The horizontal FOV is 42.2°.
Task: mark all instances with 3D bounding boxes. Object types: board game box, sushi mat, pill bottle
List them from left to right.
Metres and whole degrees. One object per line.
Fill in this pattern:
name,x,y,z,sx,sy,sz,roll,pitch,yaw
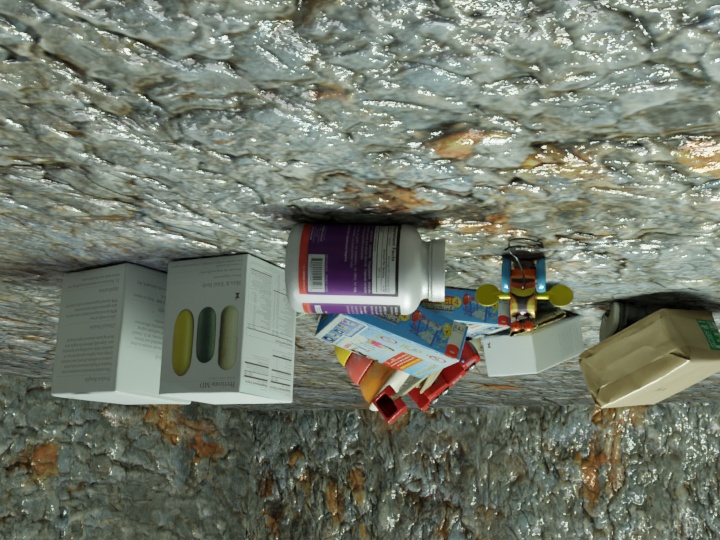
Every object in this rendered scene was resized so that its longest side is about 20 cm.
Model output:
pill bottle,0.008,-0.002,1.173,0.196,0.115,0.113,1,167,5
board game box,0.043,0.096,1.461,0.193,0.057,0.200,22,162,-9
board game box,0.130,0.077,1.610,0.193,0.057,0.200,7,166,-17
sushi mat,0.292,0.083,1.550,0.094,0.012,0.200,-21,177,9

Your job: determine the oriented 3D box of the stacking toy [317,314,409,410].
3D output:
stacking toy,0.004,0.143,1.708,0.199,0.146,0.146,41,171,9

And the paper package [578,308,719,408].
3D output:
paper package,0.505,0.150,1.584,0.198,0.105,0.190,6,147,-46

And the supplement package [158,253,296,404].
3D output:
supplement package,-0.198,0.095,1.423,0.150,0.204,0.150,-5,166,26

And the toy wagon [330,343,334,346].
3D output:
toy wagon,0.005,0.156,1.832,0.199,0.040,0.155,31,-178,31

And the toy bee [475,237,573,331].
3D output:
toy bee,0.220,0.034,1.304,0.129,0.111,0.199,-4,166,33

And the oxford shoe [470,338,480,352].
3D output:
oxford shoe,0.146,0.131,1.791,0.197,0.075,0.071,10,168,-16

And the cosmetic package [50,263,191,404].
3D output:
cosmetic package,-0.380,0.110,1.519,0.165,0.204,0.165,-6,165,35

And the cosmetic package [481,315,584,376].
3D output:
cosmetic package,0.312,0.133,1.664,0.100,0.073,0.199,-9,-179,39

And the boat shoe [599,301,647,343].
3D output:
boat shoe,0.460,0.103,1.644,0.056,0.068,0.200,5,164,7

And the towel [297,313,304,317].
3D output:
towel,-0.183,0.077,1.616,0.150,0.024,0.199,-4,-174,26

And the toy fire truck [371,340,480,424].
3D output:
toy fire truck,0.120,0.191,1.634,0.200,0.049,0.141,-42,159,1
